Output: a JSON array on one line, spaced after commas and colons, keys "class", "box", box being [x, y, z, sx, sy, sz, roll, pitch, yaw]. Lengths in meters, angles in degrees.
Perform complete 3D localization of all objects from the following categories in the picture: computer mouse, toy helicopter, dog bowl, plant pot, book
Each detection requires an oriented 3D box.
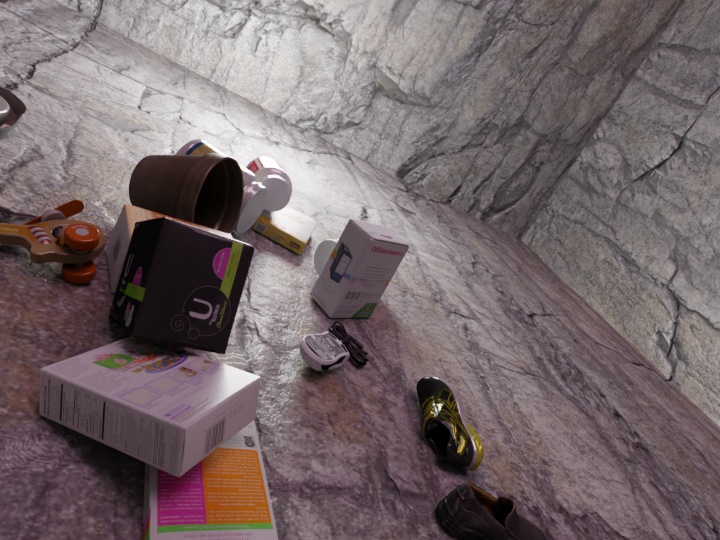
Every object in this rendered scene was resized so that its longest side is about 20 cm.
[{"class": "computer mouse", "box": [-0.060, 0.148, 0.995, 0.110, 0.044, 0.199, 44, 17, 19]}, {"class": "toy helicopter", "box": [-0.487, -0.058, 0.800, 0.197, 0.080, 0.133, 5, 37, -27]}, {"class": "dog bowl", "box": [-0.757, -0.320, 1.028, 0.198, 0.059, 0.201, 29, 20, -11]}, {"class": "plant pot", "box": [-0.354, -0.151, 1.077, 0.171, 0.204, 0.200, 18, 17, 11]}, {"class": "book", "box": [-0.174, 0.238, 0.608, 0.132, 0.049, 0.201, 17, 24, -27]}]

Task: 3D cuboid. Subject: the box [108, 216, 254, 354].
[{"class": "box", "box": [-0.252, 0.018, 0.740, 0.123, 0.151, 0.199, 18, -8, -32]}]

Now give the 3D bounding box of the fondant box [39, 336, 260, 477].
[{"class": "fondant box", "box": [-0.236, 0.143, 0.617, 0.197, 0.059, 0.144, 15, 14, 19]}]

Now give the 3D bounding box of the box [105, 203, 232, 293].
[{"class": "box", "box": [-0.313, -0.016, 0.917, 0.198, 0.098, 0.125, 16, 25, -38]}]

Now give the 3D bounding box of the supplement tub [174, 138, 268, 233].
[{"class": "supplement tub", "box": [-0.326, -0.191, 1.238, 0.198, 0.146, 0.145, 34, 20, 5]}]

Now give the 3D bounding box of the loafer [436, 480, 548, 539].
[{"class": "loafer", "box": [0.213, 0.378, 0.809, 0.197, 0.073, 0.073, 25, 19, -20]}]

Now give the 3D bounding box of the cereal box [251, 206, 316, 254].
[{"class": "cereal box", "box": [-0.196, -0.121, 1.418, 0.142, 0.040, 0.201, 27, 21, -7]}]

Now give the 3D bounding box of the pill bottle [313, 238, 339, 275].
[{"class": "pill bottle", "box": [-0.018, -0.021, 1.344, 0.113, 0.114, 0.198, 43, 23, 30]}]

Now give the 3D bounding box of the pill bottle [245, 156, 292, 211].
[{"class": "pill bottle", "box": [-0.238, -0.221, 1.390, 0.111, 0.114, 0.200, 22, 14, -25]}]

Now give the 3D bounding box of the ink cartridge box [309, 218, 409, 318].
[{"class": "ink cartridge box", "box": [0.000, 0.000, 1.190, 0.144, 0.202, 0.087, 6, 31, -50]}]

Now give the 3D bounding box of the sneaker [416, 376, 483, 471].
[{"class": "sneaker", "box": [0.146, 0.265, 0.972, 0.084, 0.075, 0.201, 17, 25, -34]}]
